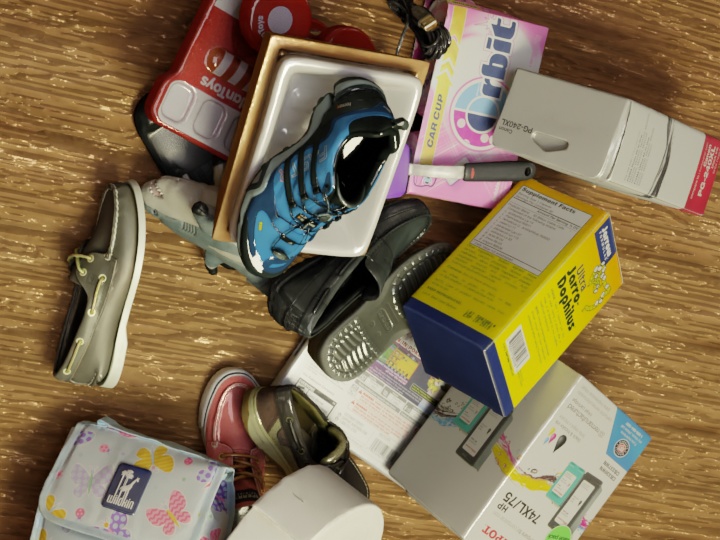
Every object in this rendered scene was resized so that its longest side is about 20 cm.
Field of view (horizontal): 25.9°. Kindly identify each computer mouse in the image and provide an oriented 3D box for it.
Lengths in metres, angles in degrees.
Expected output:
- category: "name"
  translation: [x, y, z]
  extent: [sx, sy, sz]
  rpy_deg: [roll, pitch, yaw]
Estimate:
- category: "computer mouse"
  translation: [0.031, -0.165, 1.541]
  extent: [0.044, 0.110, 0.202]
  rpy_deg: [12, 108, -31]

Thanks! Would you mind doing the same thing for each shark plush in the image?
- category: "shark plush"
  translation: [-0.123, -0.026, 1.510]
  extent: [0.083, 0.091, 0.200]
  rpy_deg: [-28, 129, 29]

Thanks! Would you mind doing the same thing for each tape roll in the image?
- category: "tape roll"
  translation: [-0.066, 0.287, 1.501]
  extent: [0.202, 0.071, 0.203]
  rpy_deg: [-41, 152, -28]

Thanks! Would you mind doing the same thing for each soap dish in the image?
- category: "soap dish"
  translation: [-0.041, -0.115, 1.411]
  extent: [0.156, 0.081, 0.202]
  rpy_deg: [6, 118, -26]

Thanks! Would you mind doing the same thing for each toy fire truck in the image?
- category: "toy fire truck"
  translation: [-0.088, -0.172, 1.463]
  extent: [0.199, 0.112, 0.169]
  rpy_deg: [28, 89, -33]

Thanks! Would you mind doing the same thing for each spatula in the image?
- category: "spatula"
  translation: [0.084, -0.096, 1.532]
  extent: [0.198, 0.021, 0.057]
  rpy_deg: [-1, 105, -21]

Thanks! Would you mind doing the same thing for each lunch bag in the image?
- category: "lunch bag"
  translation: [-0.220, 0.255, 1.482]
  extent: [0.168, 0.127, 0.202]
  rpy_deg: [17, 95, 15]

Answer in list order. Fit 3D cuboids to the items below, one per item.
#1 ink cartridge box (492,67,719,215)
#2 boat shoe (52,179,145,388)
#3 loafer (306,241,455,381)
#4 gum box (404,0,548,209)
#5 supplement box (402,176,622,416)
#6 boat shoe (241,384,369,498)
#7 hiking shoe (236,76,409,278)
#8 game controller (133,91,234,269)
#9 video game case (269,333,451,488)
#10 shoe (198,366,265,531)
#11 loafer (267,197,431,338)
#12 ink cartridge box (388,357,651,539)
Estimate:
- category: "ink cartridge box"
  translation: [0.247, -0.126, 1.554]
  extent: [0.199, 0.144, 0.084]
  rpy_deg: [14, 96, -51]
- category: "boat shoe"
  translation: [-0.247, 0.012, 1.479]
  extent: [0.060, 0.072, 0.204]
  rpy_deg: [5, 104, -26]
- category: "loafer"
  translation: [0.021, 0.034, 1.565]
  extent: [0.199, 0.069, 0.076]
  rpy_deg: [-34, 114, -28]
- category: "gum box"
  translation: [0.107, -0.170, 1.573]
  extent: [0.112, 0.066, 0.202]
  rpy_deg: [10, 98, -23]
- category: "supplement box"
  translation: [0.154, 0.024, 1.549]
  extent: [0.200, 0.108, 0.110]
  rpy_deg: [-45, 140, -22]
- category: "boat shoe"
  translation: [-0.043, 0.184, 1.572]
  extent: [0.200, 0.064, 0.074]
  rpy_deg: [47, 40, -38]
- category: "hiking shoe"
  translation: [-0.039, -0.069, 1.335]
  extent: [0.074, 0.087, 0.201]
  rpy_deg: [21, 112, -32]
- category: "game controller"
  translation: [-0.135, -0.099, 1.521]
  extent: [0.104, 0.042, 0.201]
  rpy_deg: [-29, 110, 3]
- category: "video game case"
  translation: [0.030, 0.105, 1.631]
  extent: [0.199, 0.023, 0.183]
  rpy_deg: [36, 88, -22]
- category: "shoe"
  translation: [-0.118, 0.203, 1.558]
  extent: [0.071, 0.091, 0.203]
  rpy_deg: [-2, 102, -20]
- category: "loafer"
  translation: [0.000, 0.000, 1.509]
  extent: [0.200, 0.070, 0.068]
  rpy_deg: [-35, 149, -28]
- category: "ink cartridge box"
  translation: [0.163, 0.192, 1.617]
  extent: [0.146, 0.146, 0.201]
  rpy_deg: [38, 88, -38]
